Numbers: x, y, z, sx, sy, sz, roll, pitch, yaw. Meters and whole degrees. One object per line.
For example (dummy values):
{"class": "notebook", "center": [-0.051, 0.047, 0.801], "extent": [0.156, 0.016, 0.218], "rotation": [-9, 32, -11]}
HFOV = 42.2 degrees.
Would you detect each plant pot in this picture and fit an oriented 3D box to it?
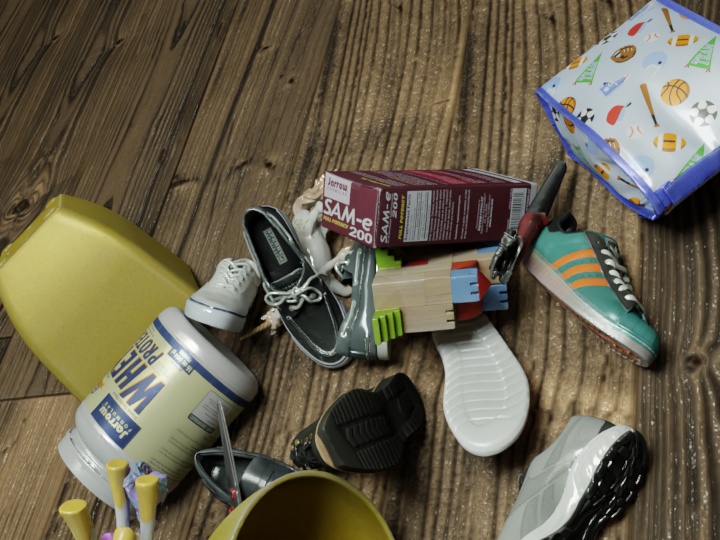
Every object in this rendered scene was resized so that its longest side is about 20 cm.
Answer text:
{"class": "plant pot", "center": [-0.344, 0.019, 1.172], "extent": [0.196, 0.200, 0.194], "rotation": [-47, 21, -2]}
{"class": "plant pot", "center": [-0.077, 0.291, 0.818], "extent": [0.141, 0.199, 0.202], "rotation": [-26, 43, 42]}

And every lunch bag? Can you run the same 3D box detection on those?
{"class": "lunch bag", "center": [0.296, -0.149, 0.905], "extent": [0.169, 0.124, 0.200], "rotation": [-39, 35, 4]}

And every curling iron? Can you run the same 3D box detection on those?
{"class": "curling iron", "center": [0.172, -0.053, 0.916], "extent": [0.025, 0.050, 0.200], "rotation": [26, 44, 15]}

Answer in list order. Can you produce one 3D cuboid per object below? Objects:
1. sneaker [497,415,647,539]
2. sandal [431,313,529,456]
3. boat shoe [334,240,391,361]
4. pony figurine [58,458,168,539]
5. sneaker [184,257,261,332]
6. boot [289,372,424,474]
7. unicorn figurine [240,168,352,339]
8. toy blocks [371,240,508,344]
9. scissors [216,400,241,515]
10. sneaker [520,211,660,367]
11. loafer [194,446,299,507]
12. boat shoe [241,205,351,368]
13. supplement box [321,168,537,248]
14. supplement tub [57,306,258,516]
{"class": "sneaker", "center": [0.156, 0.207, 0.781], "extent": [0.200, 0.074, 0.079], "rotation": [-48, 33, -13]}
{"class": "sandal", "center": [0.119, 0.107, 0.901], "extent": [0.081, 0.050, 0.204], "rotation": [-17, 35, 8]}
{"class": "boat shoe", "center": [0.000, 0.000, 1.014], "extent": [0.061, 0.073, 0.203], "rotation": [-5, 67, 7]}
{"class": "pony figurine", "center": [-0.216, 0.286, 0.868], "extent": [0.164, 0.204, 0.193], "rotation": [1, 9, 6]}
{"class": "sneaker", "center": [-0.158, 0.021, 1.089], "extent": [0.200, 0.072, 0.072], "rotation": [-103, 30, -82]}
{"class": "boot", "center": [-0.029, 0.168, 0.885], "extent": [0.137, 0.199, 0.078], "rotation": [-29, 80, 22]}
{"class": "unicorn figurine", "center": [-0.055, -0.009, 1.107], "extent": [0.136, 0.074, 0.203], "rotation": [-21, 50, 36]}
{"class": "toy blocks", "center": [0.088, 0.011, 0.935], "extent": [0.134, 0.102, 0.200], "rotation": [-5, 15, 9]}
{"class": "scissors", "center": [-0.118, 0.234, 0.925], "extent": [0.073, 0.014, 0.204], "rotation": [9, 102, 53]}
{"class": "sneaker", "center": [0.222, 0.008, 0.876], "extent": [0.080, 0.071, 0.200], "rotation": [-45, 41, 5]}
{"class": "loafer", "center": [-0.096, 0.227, 0.954], "extent": [0.199, 0.070, 0.069], "rotation": [9, 63, 41]}
{"class": "boat shoe", "center": [-0.070, 0.017, 1.024], "extent": [0.073, 0.068, 0.202], "rotation": [-25, 86, 9]}
{"class": "supplement box", "center": [0.071, -0.066, 0.952], "extent": [0.108, 0.197, 0.062], "rotation": [25, 114, 56]}
{"class": "supplement tub", "center": [-0.228, 0.159, 1.054], "extent": [0.200, 0.145, 0.145], "rotation": [-49, 42, -5]}
